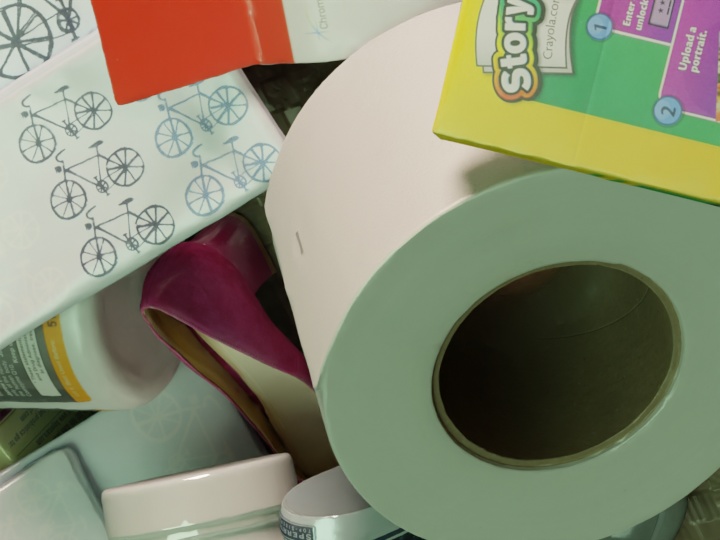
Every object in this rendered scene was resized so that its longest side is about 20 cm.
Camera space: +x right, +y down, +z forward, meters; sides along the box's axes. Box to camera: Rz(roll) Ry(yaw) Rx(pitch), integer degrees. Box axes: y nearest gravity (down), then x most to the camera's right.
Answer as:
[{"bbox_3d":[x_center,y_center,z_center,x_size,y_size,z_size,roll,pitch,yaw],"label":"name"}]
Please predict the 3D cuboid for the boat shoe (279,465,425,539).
[{"bbox_3d":[0.051,0.120,1.120,0.071,0.200,0.091,20,124,54],"label":"boat shoe"}]

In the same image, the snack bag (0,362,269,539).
[{"bbox_3d":[-0.108,0.165,1.214,0.189,0.200,0.021,59,162,-6],"label":"snack bag"}]

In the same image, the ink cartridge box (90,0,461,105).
[{"bbox_3d":[-0.021,-0.165,1.007,0.057,0.199,0.163,36,142,58],"label":"ink cartridge box"}]

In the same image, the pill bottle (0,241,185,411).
[{"bbox_3d":[-0.196,0.014,1.213,0.199,0.116,0.117,0,117,24],"label":"pill bottle"}]

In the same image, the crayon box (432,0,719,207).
[{"bbox_3d":[0.132,-0.128,0.870,0.172,0.058,0.201,14,98,5],"label":"crayon box"}]

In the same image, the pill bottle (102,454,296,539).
[{"bbox_3d":[-0.060,0.197,1.148,0.116,0.116,0.201,-12,88,29],"label":"pill bottle"}]

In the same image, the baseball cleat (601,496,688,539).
[{"bbox_3d":[0.070,0.153,1.174,0.200,0.106,0.070,-33,86,32],"label":"baseball cleat"}]

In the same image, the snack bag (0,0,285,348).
[{"bbox_3d":[-0.150,-0.089,1.090,0.188,0.021,0.201,-29,92,19],"label":"snack bag"}]

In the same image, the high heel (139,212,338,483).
[{"bbox_3d":[-0.043,0.072,1.188,0.067,0.096,0.201,-15,110,30],"label":"high heel"}]

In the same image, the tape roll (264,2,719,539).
[{"bbox_3d":[0.069,0.002,1.022,0.202,0.139,0.204,-6,126,-8],"label":"tape roll"}]

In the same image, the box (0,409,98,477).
[{"bbox_3d":[-0.173,0.175,1.305,0.176,0.097,0.200,-32,100,34],"label":"box"}]

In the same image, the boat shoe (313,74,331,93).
[{"bbox_3d":[0.000,0.000,1.143,0.071,0.072,0.201,-6,116,22],"label":"boat shoe"}]
